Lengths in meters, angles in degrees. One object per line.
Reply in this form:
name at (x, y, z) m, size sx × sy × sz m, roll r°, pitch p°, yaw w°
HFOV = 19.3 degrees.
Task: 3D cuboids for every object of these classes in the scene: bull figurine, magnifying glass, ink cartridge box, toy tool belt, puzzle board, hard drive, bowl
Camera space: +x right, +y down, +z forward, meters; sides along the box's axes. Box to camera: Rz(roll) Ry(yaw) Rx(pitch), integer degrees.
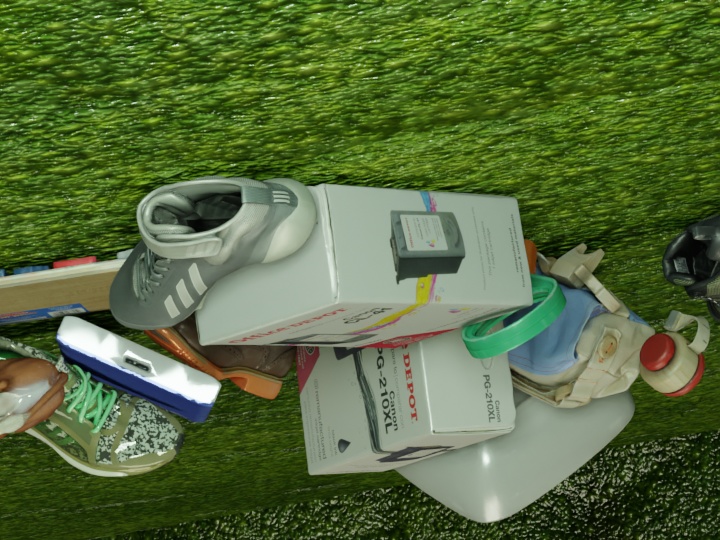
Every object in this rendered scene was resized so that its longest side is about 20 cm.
bull figurine at (-0.319, 0.114, 1.657) m, size 0.199 × 0.065 × 0.121 m, roll -22°, pitch -174°, yaw 34°
magnifying glass at (0.115, 0.016, 1.568) m, size 0.079 × 0.022 × 0.200 m, roll -28°, pitch -169°, yaw 14°
ink cartridge box at (0.031, 0.079, 1.731) m, size 0.084 × 0.146 × 0.200 m, roll 0°, pitch 166°, yaw -32°
toy tool belt at (0.169, 0.043, 1.699) m, size 0.123 × 0.125 × 0.200 m, roll 36°, pitch 166°, yaw -35°
puzzle board at (-0.197, 0.010, 1.552) m, size 0.199 × 0.018 × 0.151 m, roll -8°, pitch 170°, yaw 2°
hard drive at (-0.180, 0.082, 1.715) m, size 0.131 × 0.025 × 0.200 m, roll 24°, pitch 171°, yaw -2°
ink cartridge box at (0.000, 0.000, 1.467) m, size 0.199 × 0.086 × 0.147 m, roll 0°, pitch 167°, yaw -45°
bowl at (0.115, 0.106, 1.838) m, size 0.200 × 0.075 × 0.199 m, roll -34°, pitch -138°, yaw -23°

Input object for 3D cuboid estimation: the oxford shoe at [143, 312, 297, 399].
oxford shoe at (-0.111, 0.046, 1.693) m, size 0.071 × 0.073 × 0.200 m, roll 33°, pitch -178°, yaw 26°

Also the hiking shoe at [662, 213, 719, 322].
hiking shoe at (0.289, -0.010, 1.707) m, size 0.100 × 0.076 × 0.200 m, roll 1°, pitch 160°, yaw -2°

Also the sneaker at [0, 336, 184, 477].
sneaker at (-0.237, 0.105, 1.714) m, size 0.199 × 0.077 × 0.089 m, roll 20°, pitch 154°, yaw -2°

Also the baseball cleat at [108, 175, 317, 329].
baseball cleat at (-0.120, -0.019, 1.366) m, size 0.106 × 0.070 × 0.200 m, roll 11°, pitch 149°, yaw -43°
